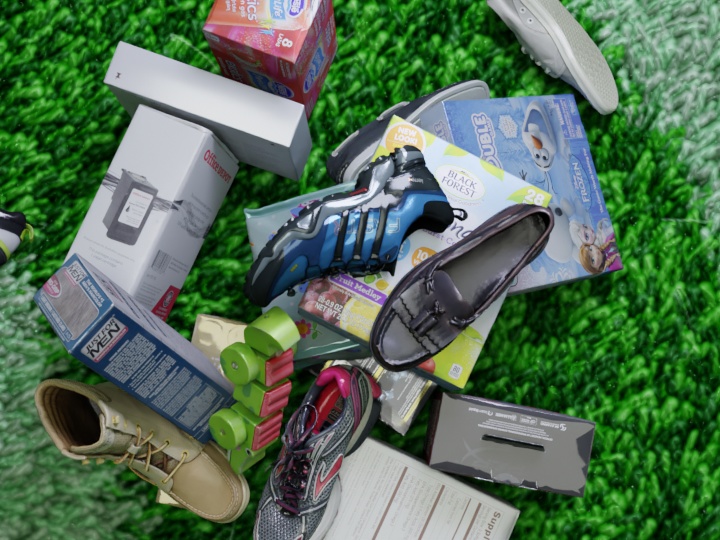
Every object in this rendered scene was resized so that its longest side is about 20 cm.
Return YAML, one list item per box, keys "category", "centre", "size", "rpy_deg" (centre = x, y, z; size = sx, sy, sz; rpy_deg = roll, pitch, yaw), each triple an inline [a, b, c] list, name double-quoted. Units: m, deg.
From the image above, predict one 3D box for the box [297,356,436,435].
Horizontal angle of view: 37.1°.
- category: "box"
  centre: [0.035, 0.050, 1.154]
  size: [0.161, 0.049, 0.201]
  rpy_deg: [33, 85, 7]

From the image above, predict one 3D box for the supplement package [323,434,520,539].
- category: "supplement package"
  centre: [0.044, 0.249, 1.097]
  size: [0.199, 0.117, 0.118]
  rpy_deg: [25, 83, 3]

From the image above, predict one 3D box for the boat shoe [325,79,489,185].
- category: "boat shoe"
  centre: [0.050, -0.153, 1.166]
  size: [0.199, 0.076, 0.060]
  rpy_deg: [-33, 45, -17]

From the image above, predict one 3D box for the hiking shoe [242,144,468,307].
- category: "hiking shoe"
  centre: [-0.008, -0.023, 0.920]
  size: [0.200, 0.074, 0.087]
  rpy_deg: [-37, 82, -6]

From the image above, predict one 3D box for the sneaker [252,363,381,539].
- category: "sneaker"
  centre: [-0.053, 0.180, 1.017]
  size: [0.080, 0.075, 0.201]
  rpy_deg: [20, 82, 26]

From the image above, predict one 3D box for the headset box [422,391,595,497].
- category: "headset box"
  centre: [0.142, 0.169, 1.062]
  size: [0.148, 0.200, 0.076]
  rpy_deg: [11, 84, 3]

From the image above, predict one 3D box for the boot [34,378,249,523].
- category: "boot"
  centre: [-0.208, 0.172, 1.028]
  size: [0.200, 0.155, 0.073]
  rpy_deg: [40, 92, 17]

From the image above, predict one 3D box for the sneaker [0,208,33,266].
- category: "sneaker"
  centre: [-0.448, -0.077, 1.181]
  size: [0.200, 0.072, 0.083]
  rpy_deg: [35, 62, 4]

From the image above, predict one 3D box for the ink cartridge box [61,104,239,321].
- category: "ink cartridge box"
  centre: [-0.216, -0.054, 1.121]
  size: [0.083, 0.145, 0.201]
  rpy_deg: [24, 85, 9]

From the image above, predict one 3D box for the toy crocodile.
- category: "toy crocodile"
  centre: [-0.093, 0.114, 0.998]
  size: [0.062, 0.067, 0.201]
  rpy_deg: [33, 129, 27]

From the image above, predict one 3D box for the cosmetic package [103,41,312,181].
- category: "cosmetic package"
  centre: [-0.154, -0.164, 1.130]
  size: [0.199, 0.151, 0.052]
  rpy_deg: [20, 85, 3]

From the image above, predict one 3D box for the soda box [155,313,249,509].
- category: "soda box"
  centre: [-0.158, 0.151, 1.139]
  size: [0.067, 0.064, 0.201]
  rpy_deg: [12, 85, 3]

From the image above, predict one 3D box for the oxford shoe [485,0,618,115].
- category: "oxford shoe"
  centre: [0.210, -0.249, 1.182]
  size: [0.200, 0.075, 0.058]
  rpy_deg: [50, 126, -2]

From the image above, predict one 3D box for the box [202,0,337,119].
- category: "box"
  centre: [-0.088, -0.239, 1.112]
  size: [0.099, 0.200, 0.096]
  rpy_deg: [21, 83, 3]

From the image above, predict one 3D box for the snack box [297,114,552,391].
- category: "snack box"
  centre: [0.058, -0.015, 0.994]
  size: [0.168, 0.068, 0.201]
  rpy_deg: [26, 80, -1]

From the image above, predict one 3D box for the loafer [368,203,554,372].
- category: "loafer"
  centre: [0.088, 0.009, 0.927]
  size: [0.200, 0.063, 0.072]
  rpy_deg: [-41, 90, -9]

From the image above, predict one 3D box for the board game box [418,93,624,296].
- category: "board game box"
  centre: [0.171, -0.079, 1.113]
  size: [0.198, 0.043, 0.201]
  rpy_deg: [-11, 82, -37]

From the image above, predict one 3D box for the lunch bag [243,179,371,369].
- category: "lunch bag"
  centre: [0.000, 0.000, 1.078]
  size: [0.199, 0.122, 0.171]
  rpy_deg: [-13, 80, 8]

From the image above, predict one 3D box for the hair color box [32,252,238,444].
- category: "hair color box"
  centre: [-0.205, 0.077, 1.009]
  size: [0.061, 0.200, 0.100]
  rpy_deg: [-46, 45, -3]
